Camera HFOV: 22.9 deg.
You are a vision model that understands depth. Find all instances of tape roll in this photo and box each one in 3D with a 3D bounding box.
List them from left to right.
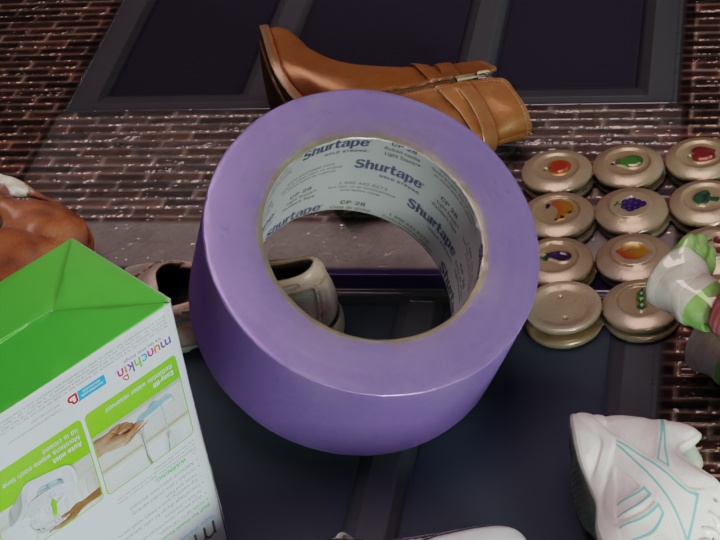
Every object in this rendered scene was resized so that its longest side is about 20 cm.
[{"bbox_3d":[0.000,0.000,1.045,0.197,0.085,0.202,5,59,-9],"label":"tape roll"}]

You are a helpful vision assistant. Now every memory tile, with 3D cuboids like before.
[{"bbox_3d":[0.178,-0.023,1.159,0.151,0.017,0.201,-4,39,8],"label":"memory tile"}]

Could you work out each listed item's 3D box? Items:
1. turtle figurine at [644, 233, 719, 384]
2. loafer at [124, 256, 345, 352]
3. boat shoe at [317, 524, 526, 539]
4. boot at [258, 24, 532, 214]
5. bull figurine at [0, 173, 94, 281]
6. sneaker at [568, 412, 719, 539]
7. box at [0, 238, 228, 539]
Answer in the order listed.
[{"bbox_3d":[0.262,0.038,0.966,0.143,0.202,0.194,8,20,-37],"label":"turtle figurine"},{"bbox_3d":[-0.109,0.015,1.135,0.197,0.063,0.072,0,40,13],"label":"loafer"},{"bbox_3d":[-0.008,0.168,0.921,0.198,0.072,0.068,-22,40,-4],"label":"boat shoe"},{"bbox_3d":[0.019,-0.127,1.284,0.153,0.074,0.201,-22,52,-13],"label":"boot"},{"bbox_3d":[-0.254,0.009,1.161,0.121,0.065,0.200,34,39,1],"label":"bull figurine"},{"bbox_3d":[0.157,0.141,0.915,0.079,0.071,0.201,-5,38,1],"label":"sneaker"},{"bbox_3d":[-0.182,0.117,0.932,0.199,0.178,0.096,-35,45,-28],"label":"box"}]
